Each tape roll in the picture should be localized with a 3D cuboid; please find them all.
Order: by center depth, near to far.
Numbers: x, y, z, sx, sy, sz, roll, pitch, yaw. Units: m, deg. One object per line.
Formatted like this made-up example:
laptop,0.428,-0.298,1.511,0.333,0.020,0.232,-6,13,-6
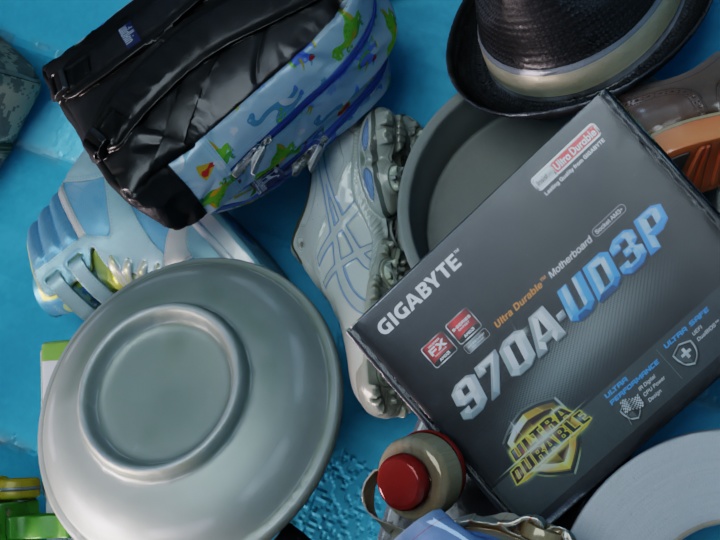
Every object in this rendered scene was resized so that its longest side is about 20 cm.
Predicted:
tape roll,0.205,0.187,0.941,0.198,0.066,0.203,-1,86,11

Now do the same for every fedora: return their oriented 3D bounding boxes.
fedora,0.120,-0.188,1.036,0.199,0.092,0.202,-20,40,17

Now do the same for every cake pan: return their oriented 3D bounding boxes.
cake pan,0.122,-0.036,1.043,0.198,0.037,0.202,-4,63,8

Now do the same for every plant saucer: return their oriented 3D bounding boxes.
plant saucer,-0.109,0.077,1.015,0.198,0.050,0.202,-8,63,16

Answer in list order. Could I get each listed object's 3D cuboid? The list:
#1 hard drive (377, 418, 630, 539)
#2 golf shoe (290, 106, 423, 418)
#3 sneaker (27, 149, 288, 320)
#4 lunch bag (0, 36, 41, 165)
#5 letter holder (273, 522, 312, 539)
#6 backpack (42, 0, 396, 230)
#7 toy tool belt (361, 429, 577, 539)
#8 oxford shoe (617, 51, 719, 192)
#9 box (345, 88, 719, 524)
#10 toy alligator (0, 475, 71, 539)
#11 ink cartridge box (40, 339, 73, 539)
hard drive,0.083,0.134,1.035,0.134,0.042,0.202,19,83,23
golf shoe,0.000,0.000,1.096,0.096,0.078,0.202,-13,66,34
sneaker,-0.141,0.002,1.134,0.131,0.079,0.200,-50,56,0
lunch bag,-0.344,-0.117,1.213,0.199,0.139,0.169,38,107,25
letter holder,-0.012,0.270,0.972,0.199,0.101,0.143,37,103,3
backpack,-0.074,-0.130,1.071,0.200,0.153,0.163,-49,47,7
toy tool belt,0.053,0.173,0.885,0.125,0.122,0.201,-45,70,27
oxford shoe,0.241,-0.105,1.005,0.198,0.072,0.073,-14,58,-10
box,0.116,0.025,0.958,0.200,0.046,0.159,-42,86,13
toy alligator,-0.253,0.162,1.099,0.199,0.054,0.060,-6,84,48
ink cartridge box,-0.123,0.143,1.093,0.146,0.076,0.203,-4,83,19
